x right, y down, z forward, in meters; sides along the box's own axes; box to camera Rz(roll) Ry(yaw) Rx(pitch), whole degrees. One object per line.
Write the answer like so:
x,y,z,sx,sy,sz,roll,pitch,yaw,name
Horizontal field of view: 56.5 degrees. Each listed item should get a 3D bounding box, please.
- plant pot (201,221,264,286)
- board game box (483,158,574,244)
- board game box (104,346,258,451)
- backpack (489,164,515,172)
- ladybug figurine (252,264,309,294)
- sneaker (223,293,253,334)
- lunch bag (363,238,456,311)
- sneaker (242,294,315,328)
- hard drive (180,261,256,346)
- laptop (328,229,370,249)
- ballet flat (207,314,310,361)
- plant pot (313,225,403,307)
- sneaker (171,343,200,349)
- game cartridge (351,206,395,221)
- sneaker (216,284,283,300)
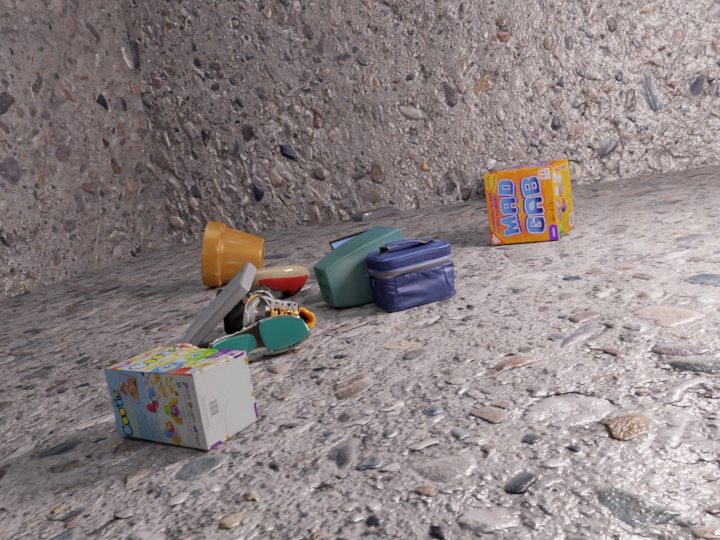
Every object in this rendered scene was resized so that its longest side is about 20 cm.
-0.401,-0.047,2.136,0.178,0.206,0.200,4,9,-4,plant pot
0.490,-0.200,1.935,0.196,0.205,0.199,-3,11,32,board game box
-0.257,0.176,0.958,0.196,0.108,0.102,-2,12,36,board game box
0.643,-0.384,2.941,0.171,0.157,0.201,-4,17,5,backpack
-0.225,0.031,1.762,0.195,0.074,0.135,-8,-5,-19,ladybug figurine
-0.257,0.099,1.440,0.090,0.067,0.200,-43,2,-10,sneaker
0.101,0.000,1.460,0.195,0.136,0.136,-13,10,-17,lunch bag
-0.162,0.091,1.338,0.076,0.081,0.199,8,3,28,sneaker
-0.293,0.080,1.374,0.200,0.027,0.132,-46,15,13,hard drive
0.043,-0.051,1.883,0.175,0.106,0.197,-20,14,-39,laptop
-0.193,0.132,1.256,0.195,0.074,0.072,-14,10,-16,ballet flat
0.000,0.000,1.567,0.196,0.145,0.141,-22,13,-19,plant pot
-0.287,0.172,1.110,0.195,0.079,0.082,-7,17,25,sneaker
0.068,-0.279,3.294,0.196,0.042,0.132,-17,16,-29,game cartridge
-0.272,0.070,1.676,0.196,0.068,0.090,1,12,34,sneaker
